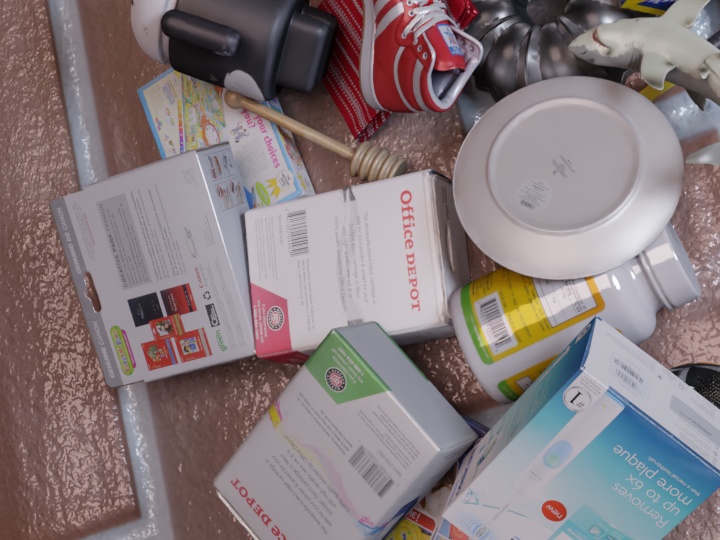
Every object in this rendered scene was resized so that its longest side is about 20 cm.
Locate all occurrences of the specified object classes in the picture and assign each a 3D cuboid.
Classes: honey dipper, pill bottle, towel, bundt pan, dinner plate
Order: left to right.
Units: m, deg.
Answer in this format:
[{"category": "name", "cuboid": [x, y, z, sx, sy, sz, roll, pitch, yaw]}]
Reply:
[{"category": "honey dipper", "cuboid": [-0.047, -0.134, 1.397, 0.198, 0.038, 0.038, 29, 93, 15]}, {"category": "towel", "cuboid": [0.020, -0.237, 1.367, 0.200, 0.022, 0.146, -46, 64, 39]}, {"category": "bundt pan", "cuboid": [0.170, -0.246, 1.316, 0.199, 0.076, 0.205, -5, 79, 25]}, {"category": "dinner plate", "cuboid": [0.174, -0.086, 1.214, 0.197, 0.024, 0.203, -7, 61, 13]}, {"category": "pill bottle", "cuboid": [0.187, 0.027, 1.238, 0.198, 0.111, 0.112, -27, 71, 18]}]

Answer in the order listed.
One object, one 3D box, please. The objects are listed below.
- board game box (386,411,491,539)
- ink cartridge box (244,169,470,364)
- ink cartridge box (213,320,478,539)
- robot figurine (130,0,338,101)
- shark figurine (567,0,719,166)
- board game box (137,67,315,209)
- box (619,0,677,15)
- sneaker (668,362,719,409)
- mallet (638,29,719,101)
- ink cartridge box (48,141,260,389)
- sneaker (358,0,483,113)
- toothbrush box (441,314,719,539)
[{"category": "board game box", "cuboid": [0.039, 0.181, 1.321, 0.198, 0.034, 0.137, 26, 92, 26]}, {"category": "ink cartridge box", "cuboid": [0.000, 0.000, 1.346, 0.197, 0.085, 0.148, -11, 77, 24]}, {"category": "ink cartridge box", "cuboid": [-0.017, 0.168, 1.265, 0.145, 0.087, 0.201, 46, 112, 18]}, {"category": "robot figurine", "cuboid": [-0.124, -0.241, 1.381, 0.197, 0.151, 0.126, 20, 74, 6]}, {"category": "shark figurine", "cuboid": [0.284, -0.146, 1.195, 0.127, 0.090, 0.215, -32, 53, -3]}, {"category": "board game box", "cuboid": [-0.139, -0.129, 1.461, 0.133, 0.034, 0.202, -28, 70, 18]}, {"category": "box", "cuboid": [0.263, -0.328, 1.260, 0.064, 0.069, 0.203, 136, 137, -61]}, {"category": "sneaker", "cuboid": [0.237, 0.122, 1.218, 0.197, 0.077, 0.080, -13, 74, 21]}, {"category": "mallet", "cuboid": [0.277, -0.184, 1.267, 0.200, 0.041, 0.066, -43, 98, 8]}, {"category": "ink cartridge box", "cuboid": [-0.189, -0.003, 1.399, 0.173, 0.084, 0.203, -14, 96, 21]}, {"category": "sneaker", "cuboid": [0.051, -0.238, 1.268, 0.112, 0.071, 0.203, 17, 116, 47]}, {"category": "toothbrush box", "cuboid": [0.183, 0.162, 1.165, 0.146, 0.085, 0.200, 37, 124, -3]}]
